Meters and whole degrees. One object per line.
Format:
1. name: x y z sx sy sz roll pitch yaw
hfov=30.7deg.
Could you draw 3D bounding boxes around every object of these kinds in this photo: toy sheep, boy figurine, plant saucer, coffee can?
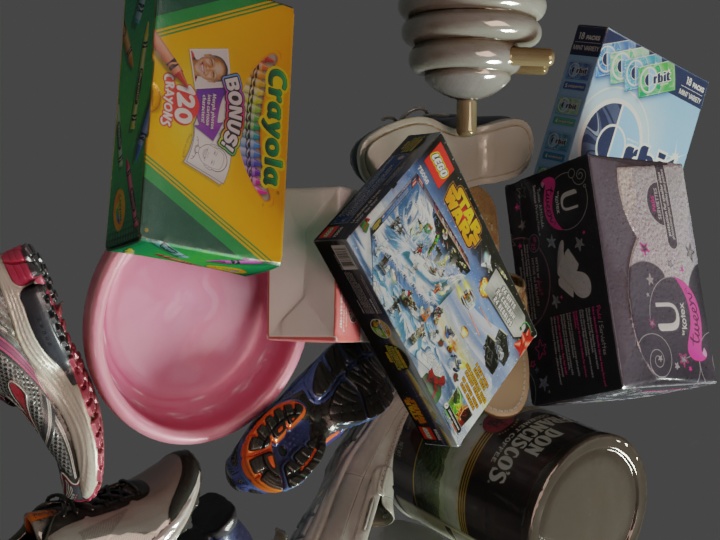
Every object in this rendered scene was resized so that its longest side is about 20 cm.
1. toy sheep: 0.095 -0.214 1.092 0.136 0.137 0.204 5 85 -38
2. boy figurine: -0.094 0.285 1.114 0.124 0.064 0.201 -45 122 -24
3. plant saucer: -0.131 0.033 1.028 0.198 0.051 0.204 -10 107 -36
4. coffee can: 0.135 0.190 1.180 0.145 0.199 0.149 -10 107 -36

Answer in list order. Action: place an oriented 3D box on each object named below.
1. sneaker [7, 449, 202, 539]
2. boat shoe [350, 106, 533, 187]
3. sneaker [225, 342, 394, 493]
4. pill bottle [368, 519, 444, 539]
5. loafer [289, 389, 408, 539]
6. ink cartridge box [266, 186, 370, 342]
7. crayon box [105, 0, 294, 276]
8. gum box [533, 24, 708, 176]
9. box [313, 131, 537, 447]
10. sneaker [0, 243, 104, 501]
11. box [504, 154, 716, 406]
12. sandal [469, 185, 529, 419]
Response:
1. sneaker: -0.205 0.197 1.000 0.199 0.074 0.080 -35 116 -26
2. boat shoe: 0.064 -0.105 1.140 0.198 0.061 0.076 -16 109 -37
3. sneaker: -0.046 0.121 1.109 0.199 0.078 0.076 -33 94 -44
4. pill bottle: 0.020 0.336 1.183 0.112 0.112 0.203 1 101 -38
5. loafer: -0.001 0.194 1.133 0.069 0.070 0.201 33 60 -7
6. ink cartridge box: 0.000 0.000 1.072 0.199 0.067 0.119 7 83 -63
7. crayon box: -0.115 -0.106 0.958 0.117 0.058 0.203 10 75 -36
8. gum box: 0.253 -0.117 1.296 0.168 0.044 0.203 16 90 -39
9. box: 0.056 0.015 1.017 0.137 0.040 0.202 -48 121 -35
10. sneaker: -0.236 0.079 0.949 0.074 0.081 0.203 -19 113 -6
11. box: 0.222 0.011 1.164 0.131 0.114 0.203 1 79 -36
12. sandal: 0.109 0.016 1.137 0.076 0.070 0.215 -3 69 -13
